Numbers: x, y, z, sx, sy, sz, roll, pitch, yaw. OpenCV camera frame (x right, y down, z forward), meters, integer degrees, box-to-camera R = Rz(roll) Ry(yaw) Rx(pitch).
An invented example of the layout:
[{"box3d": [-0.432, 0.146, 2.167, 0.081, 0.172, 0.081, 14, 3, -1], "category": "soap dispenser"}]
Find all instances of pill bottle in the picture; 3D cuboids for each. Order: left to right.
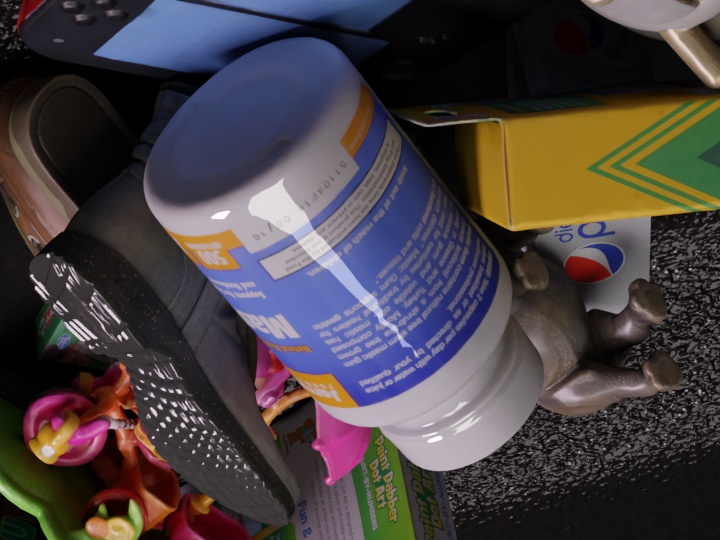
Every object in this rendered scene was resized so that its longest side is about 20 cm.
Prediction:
[{"box3d": [0.000, 0.000, 1.086, 0.112, 0.112, 0.200, -27, 124, 18], "category": "pill bottle"}]

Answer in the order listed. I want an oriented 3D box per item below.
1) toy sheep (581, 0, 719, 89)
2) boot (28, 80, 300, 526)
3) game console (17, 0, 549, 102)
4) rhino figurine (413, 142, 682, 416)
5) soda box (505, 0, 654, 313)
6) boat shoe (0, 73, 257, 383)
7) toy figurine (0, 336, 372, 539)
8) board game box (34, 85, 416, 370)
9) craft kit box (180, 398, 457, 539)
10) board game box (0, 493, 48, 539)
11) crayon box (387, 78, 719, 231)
[{"box3d": [0.141, -0.157, 1.011, 0.137, 0.200, 0.139, 12, 121, 20], "category": "toy sheep"}, {"box3d": [-0.060, 0.017, 1.133, 0.067, 0.131, 0.201, 3, 136, 46], "category": "boot"}, {"box3d": [-0.037, -0.118, 1.057, 0.199, 0.031, 0.177, 7, 166, -29], "category": "game console"}, {"box3d": [0.065, 0.002, 1.181, 0.200, 0.060, 0.087, 39, 143, -13], "category": "rhino figurine"}, {"box3d": [0.111, -0.051, 1.211, 0.063, 0.069, 0.201, -10, 142, -2], "category": "soda box"}, {"box3d": [-0.119, -0.012, 1.166, 0.068, 0.072, 0.201, -1, 125, 47], "category": "boat shoe"}, {"box3d": [-0.080, 0.078, 1.258, 0.200, 0.150, 0.184, 42, 106, -18], "category": "toy figurine"}, {"box3d": [-0.073, -0.011, 1.243, 0.134, 0.029, 0.200, 11, 136, -27], "category": "board game box"}, {"box3d": [-0.032, 0.178, 1.350, 0.048, 0.201, 0.197, 27, 129, -38], "category": "craft kit box"}, {"box3d": [-0.191, 0.175, 1.293, 0.199, 0.148, 0.065, 23, 110, -11], "category": "board game box"}, {"box3d": [0.118, -0.054, 1.057, 0.198, 0.126, 0.052, -5, 97, -6], "category": "crayon box"}]
